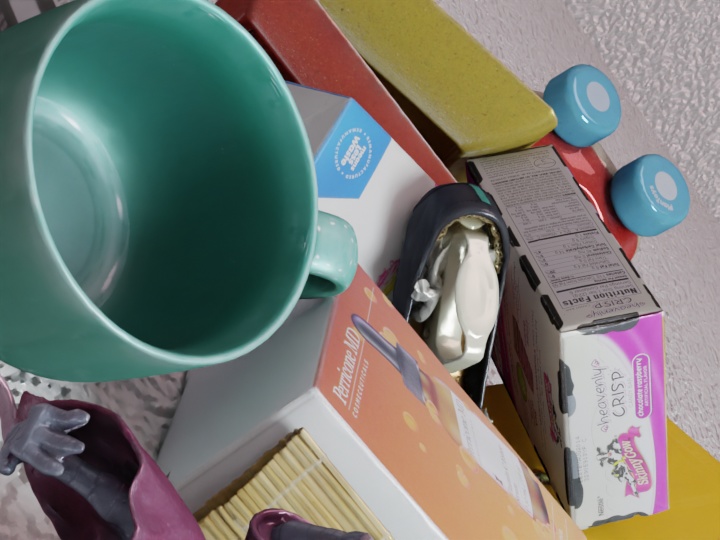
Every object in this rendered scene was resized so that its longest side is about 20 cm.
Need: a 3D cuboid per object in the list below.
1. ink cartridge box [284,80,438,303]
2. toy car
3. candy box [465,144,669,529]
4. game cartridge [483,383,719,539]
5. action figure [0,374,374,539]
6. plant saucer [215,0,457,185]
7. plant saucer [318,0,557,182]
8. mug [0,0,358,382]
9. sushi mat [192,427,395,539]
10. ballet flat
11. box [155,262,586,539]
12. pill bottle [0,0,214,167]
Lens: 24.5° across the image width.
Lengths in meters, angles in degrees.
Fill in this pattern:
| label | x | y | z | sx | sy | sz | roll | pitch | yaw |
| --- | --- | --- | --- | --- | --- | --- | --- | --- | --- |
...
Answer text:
| label | x | y | z | sx | sy | sz | roll | pitch | yaw |
| --- | --- | --- | --- | --- | --- | --- | --- | --- | --- |
| ink cartridge box | 0.000 | 0.000 | 0.914 | 0.067 | 0.116 | 0.200 | 18 | -16 | 44 |
| toy car | 0.120 | -0.030 | 1.294 | 0.177 | 0.184 | 0.200 | 51 | 47 | -9 |
| candy box | 0.117 | 0.033 | 0.960 | 0.200 | 0.061 | 0.137 | -110 | -170 | -57 |
| game cartridge | 0.138 | 0.128 | 0.992 | 0.199 | 0.033 | 0.176 | -2 | 34 | -41 |
| action figure | -0.075 | 0.137 | 0.600 | 0.148 | 0.134 | 0.200 | 16 | -19 | 30 |
| plant saucer | -0.027 | -0.096 | 1.056 | 0.200 | 0.037 | 0.200 | 51 | -13 | -9 |
| plant saucer | 0.017 | -0.126 | 1.060 | 0.200 | 0.048 | 0.200 | 43 | -11 | -1 |
| mug | -0.101 | -0.019 | 0.689 | 0.185 | 0.114 | 0.152 | 55 | 47 | -25 |
| sushi mat | 0.002 | 0.168 | 0.682 | 0.200 | 0.096 | 0.012 | 52 | 6 | -9 |
| ballet flat | 0.040 | 0.053 | 0.864 | 0.073 | 0.201 | 0.073 | 11 | 2 | 0 |
| box | 0.009 | 0.120 | 0.769 | 0.200 | 0.106 | 0.152 | 50 | 19 | -15 |
| pill bottle | -0.130 | -0.122 | 0.839 | 0.114 | 0.114 | 0.201 | 22 | 37 | -58 |
